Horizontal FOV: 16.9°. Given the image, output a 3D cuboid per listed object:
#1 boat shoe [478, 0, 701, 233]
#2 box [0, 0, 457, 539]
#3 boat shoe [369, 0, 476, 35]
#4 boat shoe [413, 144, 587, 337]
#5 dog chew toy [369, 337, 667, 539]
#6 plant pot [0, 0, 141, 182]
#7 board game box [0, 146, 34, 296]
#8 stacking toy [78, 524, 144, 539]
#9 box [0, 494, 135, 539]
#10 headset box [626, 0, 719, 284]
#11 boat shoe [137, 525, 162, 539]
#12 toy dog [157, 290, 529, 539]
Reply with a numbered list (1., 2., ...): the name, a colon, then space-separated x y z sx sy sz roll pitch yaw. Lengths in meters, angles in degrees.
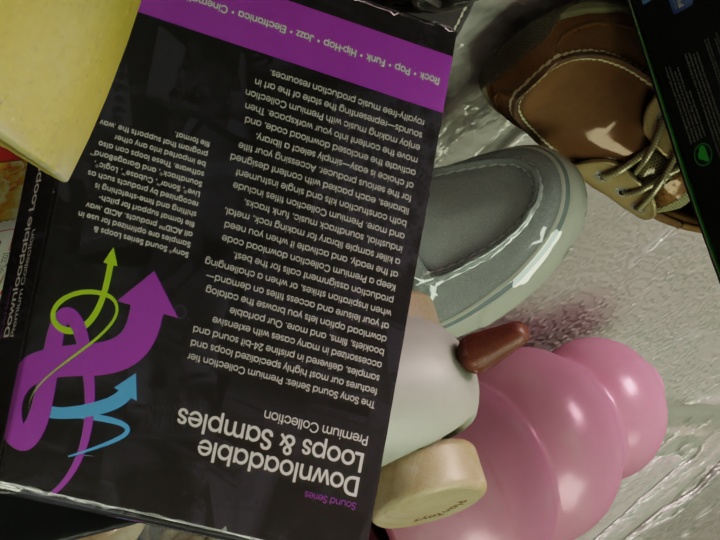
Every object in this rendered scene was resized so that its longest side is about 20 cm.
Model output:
1. boat shoe: 0.128 -0.063 1.084 0.076 0.074 0.200 -43 151 20
2. box: -0.049 -0.008 0.841 0.143 0.200 0.036 17 166 -28
3. boat shoe: 0.025 -0.125 0.885 0.072 0.065 0.200 -20 152 -22
4. boat shoe: -0.001 -0.001 1.039 0.201 0.070 0.072 -26 153 19
5. dog chew toy: 0.078 0.097 1.260 0.200 0.125 0.125 -25 153 -31
6. plant pot: -0.122 -0.135 0.615 0.142 0.200 0.200 -58 151 -2
7. board game box: -0.115 -0.024 0.915 0.200 0.046 0.152 -11 154 -35
8. stacking toy: -0.157 0.143 1.136 0.085 0.085 0.200 -16 153 -27
9. box: -0.206 0.085 0.921 0.200 0.079 0.141 -11 180 -33
10. headset box: 0.228 -0.075 1.043 0.200 0.174 0.093 -3 161 -44
11. boat shoe: -0.037 0.072 1.126 0.202 0.075 0.086 -38 147 -15
12. toy dog: -0.011 0.043 0.928 0.096 0.132 0.200 -38 171 36
